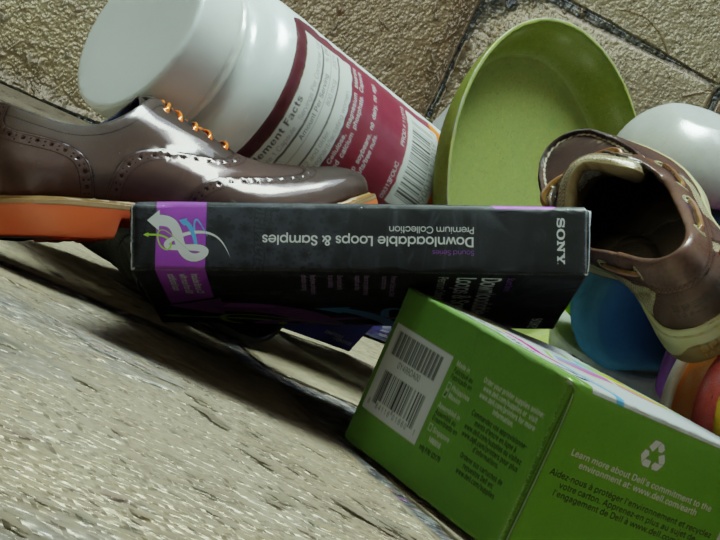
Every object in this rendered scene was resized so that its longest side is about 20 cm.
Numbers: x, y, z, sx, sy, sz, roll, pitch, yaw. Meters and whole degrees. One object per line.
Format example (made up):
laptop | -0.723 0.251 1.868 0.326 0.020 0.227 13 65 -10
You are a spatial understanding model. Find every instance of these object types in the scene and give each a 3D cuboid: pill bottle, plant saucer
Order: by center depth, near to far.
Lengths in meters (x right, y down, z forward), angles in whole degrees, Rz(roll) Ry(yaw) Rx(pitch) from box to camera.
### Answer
pill bottle | -0.049 -0.078 1.031 0.200 0.114 0.114 35 -4 -37
plant saucer | 0.100 -0.043 1.082 0.031 0.201 0.200 2 -13 41

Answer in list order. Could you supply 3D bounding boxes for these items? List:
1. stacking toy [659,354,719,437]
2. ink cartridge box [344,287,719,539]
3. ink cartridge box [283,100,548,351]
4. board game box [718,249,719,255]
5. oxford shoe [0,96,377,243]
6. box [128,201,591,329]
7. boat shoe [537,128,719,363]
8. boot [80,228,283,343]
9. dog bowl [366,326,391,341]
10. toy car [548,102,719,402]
stacking toy | 0.195 0.068 0.817 0.146 0.147 0.200 25 -2 15
ink cartridge box | 0.115 0.090 0.814 0.200 0.076 0.148 22 4 -28
ink cartridge box | 0.033 -0.019 1.150 0.095 0.200 0.037 22 30 -48
board game box | 0.231 0.006 0.853 0.103 0.019 0.200 40 21 16
oxford shoe | -0.085 -0.050 0.927 0.199 0.073 0.071 0 -1 -23
box | 0.000 0.000 0.878 0.199 0.036 0.143 -1 -11 0
boat shoe | 0.125 -0.031 0.904 0.072 0.072 0.200 48 9 -29
boot | -0.084 0.003 1.057 0.131 0.068 0.200 42 13 36
dog bowl | -0.035 -0.017 1.478 0.200 0.079 0.200 25 2 -1
toy car | 0.193 0.021 0.999 0.199 0.176 0.150 19 22 3
